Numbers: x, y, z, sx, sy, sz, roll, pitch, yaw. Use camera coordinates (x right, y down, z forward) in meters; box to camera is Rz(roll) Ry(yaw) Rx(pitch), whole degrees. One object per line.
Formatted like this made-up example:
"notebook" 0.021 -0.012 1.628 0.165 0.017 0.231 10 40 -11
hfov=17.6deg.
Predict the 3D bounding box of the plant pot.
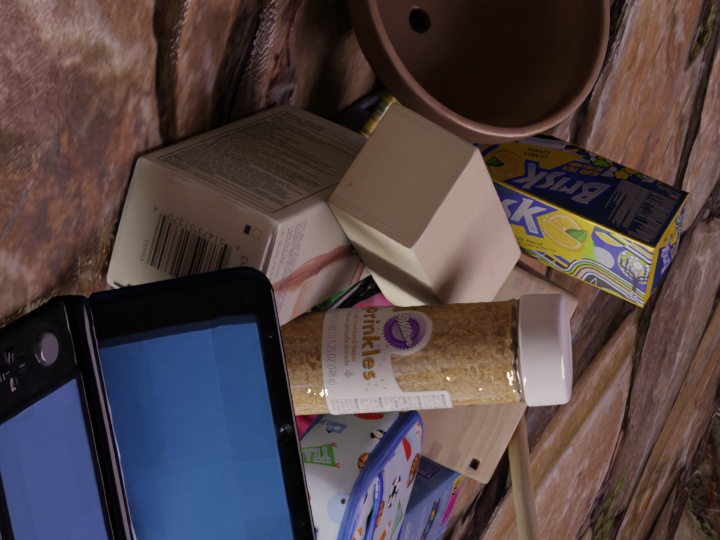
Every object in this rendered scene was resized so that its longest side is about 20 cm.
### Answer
"plant pot" 0.061 -0.177 1.553 0.093 0.201 0.201 -15 -144 55

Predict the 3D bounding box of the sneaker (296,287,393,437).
"sneaker" -0.006 0.067 1.704 0.200 0.079 0.095 -44 -170 26

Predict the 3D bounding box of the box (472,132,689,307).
"box" 0.135 -0.053 1.710 0.064 0.199 0.070 -52 159 -35

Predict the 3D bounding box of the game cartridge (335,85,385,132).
"game cartridge" 0.018 -0.076 1.733 0.200 0.041 0.134 -38 152 -57

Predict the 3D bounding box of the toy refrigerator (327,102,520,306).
"toy refrigerator" 0.041 -0.027 1.461 0.076 0.070 0.200 -57 160 -9

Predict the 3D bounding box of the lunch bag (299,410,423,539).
"lunch bag" -0.022 0.193 1.595 0.160 0.075 0.201 -51 155 -64

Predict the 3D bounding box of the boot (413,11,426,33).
"boot" 0.082 -0.200 1.710 0.073 0.090 0.201 84 5 -54

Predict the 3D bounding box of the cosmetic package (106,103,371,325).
"cosmetic package" -0.059 -0.032 1.437 0.200 0.103 0.088 -27 139 -62

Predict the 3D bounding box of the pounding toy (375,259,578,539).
"pounding toy" 0.085 0.080 1.769 0.185 0.142 0.200 -64 -163 4

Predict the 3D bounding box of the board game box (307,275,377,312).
"board game box" 0.000 0.000 1.657 0.200 0.023 0.105 -48 168 31

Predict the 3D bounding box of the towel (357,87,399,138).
"towel" -0.025 -0.040 1.604 0.200 0.018 0.086 -53 160 9

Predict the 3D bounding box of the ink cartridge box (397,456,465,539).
"ink cartridge box" -0.018 0.179 1.788 0.200 0.136 0.077 -32 142 -62

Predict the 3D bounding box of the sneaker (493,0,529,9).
"sneaker" 0.113 -0.279 1.658 0.201 0.090 0.067 -64 -175 -16

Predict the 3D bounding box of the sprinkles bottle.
"sprinkles bottle" 0.030 0.054 1.437 0.068 0.199 0.069 -4 90 -82

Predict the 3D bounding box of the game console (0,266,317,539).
"game console" -0.123 0.116 1.297 0.171 0.118 0.201 -35 119 -59
